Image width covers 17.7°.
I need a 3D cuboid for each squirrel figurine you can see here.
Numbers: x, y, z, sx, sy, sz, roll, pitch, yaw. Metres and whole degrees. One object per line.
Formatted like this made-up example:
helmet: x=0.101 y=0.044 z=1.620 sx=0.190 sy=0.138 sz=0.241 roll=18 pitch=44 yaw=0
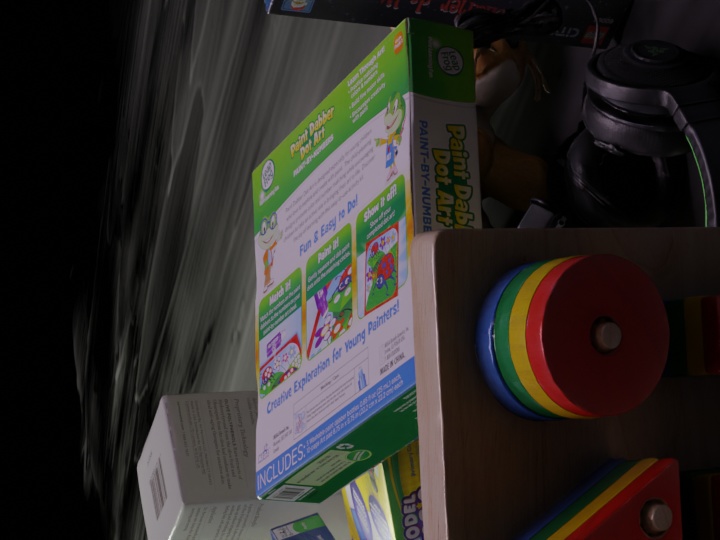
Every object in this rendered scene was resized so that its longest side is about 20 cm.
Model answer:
squirrel figurine: x=0.025 y=-0.075 z=1.375 sx=0.200 sy=0.141 sz=0.187 roll=5 pitch=89 yaw=55

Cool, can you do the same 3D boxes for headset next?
headset: x=0.123 y=-0.064 z=1.158 sx=0.124 sy=0.094 sz=0.200 roll=108 pitch=145 yaw=-47

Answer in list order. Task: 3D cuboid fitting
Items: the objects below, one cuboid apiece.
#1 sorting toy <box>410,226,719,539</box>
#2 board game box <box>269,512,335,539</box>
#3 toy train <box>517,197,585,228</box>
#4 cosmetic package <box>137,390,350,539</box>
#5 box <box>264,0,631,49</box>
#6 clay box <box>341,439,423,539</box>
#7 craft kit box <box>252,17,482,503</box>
sorting toy: x=0.127 y=0.080 z=1.008 sx=0.070 sy=0.199 sz=0.200 roll=-7 pitch=85 yaw=57
board game box: x=0.003 y=0.249 z=1.373 sx=0.200 sy=0.034 sz=0.135 roll=-132 pitch=27 yaw=-63
toy train: x=0.110 y=0.014 z=1.203 sx=0.034 sy=0.046 sz=0.200 roll=-58 pitch=-18 yaw=-12
cosmetic package: x=-0.037 y=0.136 z=1.528 sx=0.108 sy=0.200 sz=0.085 roll=117 pitch=146 yaw=-54
box: x=0.034 y=-0.186 z=1.254 sx=0.137 sy=0.200 sz=0.038 roll=-108 pitch=31 yaw=-42
clay box: x=0.024 y=0.138 z=1.314 sx=0.115 sy=0.048 sz=0.200 roll=-127 pitch=25 yaw=-59
craft kit box: x=0.000 y=0.000 z=1.208 sx=0.200 sy=0.048 sz=0.198 roll=-39 pitch=50 yaw=56
